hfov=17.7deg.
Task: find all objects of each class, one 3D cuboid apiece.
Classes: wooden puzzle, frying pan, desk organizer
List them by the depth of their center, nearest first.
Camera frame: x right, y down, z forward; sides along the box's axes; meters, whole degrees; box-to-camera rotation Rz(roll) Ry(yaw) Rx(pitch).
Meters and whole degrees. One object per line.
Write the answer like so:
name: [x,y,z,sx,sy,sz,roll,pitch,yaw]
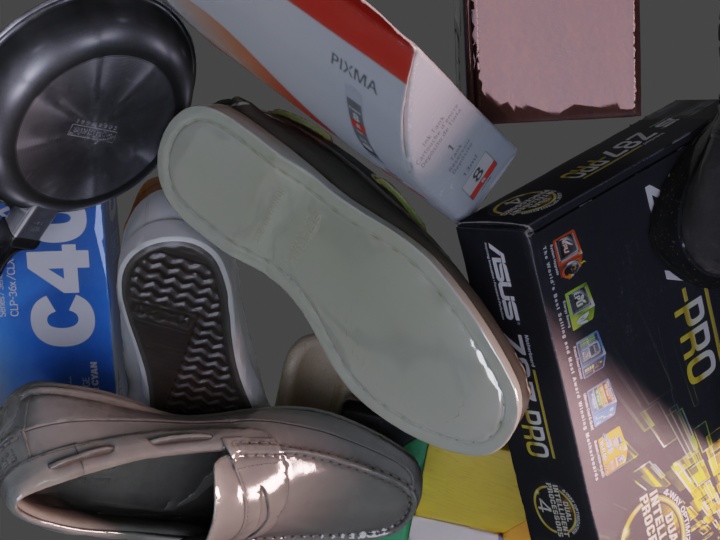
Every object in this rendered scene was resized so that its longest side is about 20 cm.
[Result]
frying pan: [-0.146,-0.043,0.996,0.190,0.031,0.115,-44,141,5]
desk organizer: [0.079,-0.167,1.008,0.077,0.072,0.201,-3,108,-1]
wooden puzzle: [0.045,0.137,1.121,0.199,0.037,0.186,11,107,-3]

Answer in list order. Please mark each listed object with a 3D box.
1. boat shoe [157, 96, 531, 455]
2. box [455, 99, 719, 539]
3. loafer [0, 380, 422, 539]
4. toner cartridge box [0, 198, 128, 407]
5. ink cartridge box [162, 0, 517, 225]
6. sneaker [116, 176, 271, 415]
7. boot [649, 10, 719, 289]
boat shoe: [0.002,-0.002,0.986,0.202,0.060,0.072,42,118,18]
box: [0.129,0.043,1.036,0.049,0.161,0.201,3,114,45]
loafer: [-0.065,0.097,1.019,0.199,0.070,0.070,6,125,-17]
toner cartridge box: [-0.160,0.002,1.078,0.095,0.043,0.201,-2,108,3]
ink cartridge box: [-0.034,-0.101,0.934,0.162,0.200,0.050,38,94,26]
sneaker: [-0.075,0.046,1.081,0.072,0.085,0.201,-3,124,-4]
boot: [0.199,-0.086,0.964,0.070,0.132,0.201,23,73,-15]
